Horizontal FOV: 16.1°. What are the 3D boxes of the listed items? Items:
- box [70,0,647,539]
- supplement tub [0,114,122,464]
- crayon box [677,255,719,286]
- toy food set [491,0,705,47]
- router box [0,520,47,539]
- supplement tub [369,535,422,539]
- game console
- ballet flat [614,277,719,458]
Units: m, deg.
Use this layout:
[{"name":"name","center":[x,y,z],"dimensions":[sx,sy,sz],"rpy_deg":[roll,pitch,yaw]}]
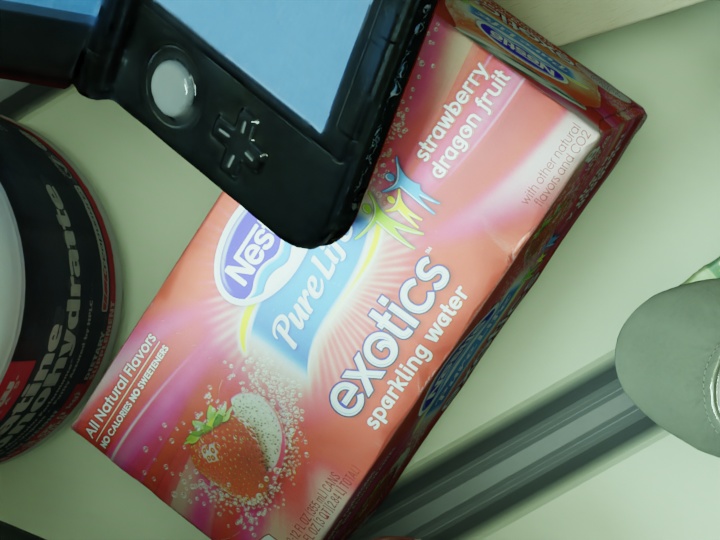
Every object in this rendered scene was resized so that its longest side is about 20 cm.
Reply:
[{"name":"box","center":[0.000,0.000,0.895],"dimensions":[0.100,0.095,0.200],"rpy_deg":[37,106,9]},{"name":"supplement tub","center":[-0.171,0.006,0.886],"dimensions":[0.140,0.200,0.141],"rpy_deg":[0,89,9]},{"name":"crayon box","center":[0.219,0.000,0.897],"dimensions":[0.200,0.052,0.126],"rpy_deg":[-37,83,7]},{"name":"toy food set","center":[0.114,-0.170,0.922],"dimensions":[0.200,0.060,0.144],"rpy_deg":[-17,97,11]},{"name":"router box","center":[-0.138,0.114,0.812],"dimensions":[0.200,0.149,0.051],"rpy_deg":[-5,63,49]},{"name":"supplement tub","center":[-0.039,0.173,0.870],"dimensions":[0.200,0.107,0.107],"rpy_deg":[-32,83,35]},{"name":"game console","center":[-0.068,-0.120,0.781],"dimensions":[0.172,0.119,0.200],"rpy_deg":[40,125,29]},{"name":"ballet flat","center":[0.181,0.048,0.844],"dimensions":[0.200,0.064,0.068],"rpy_deg":[18,91,9]}]
